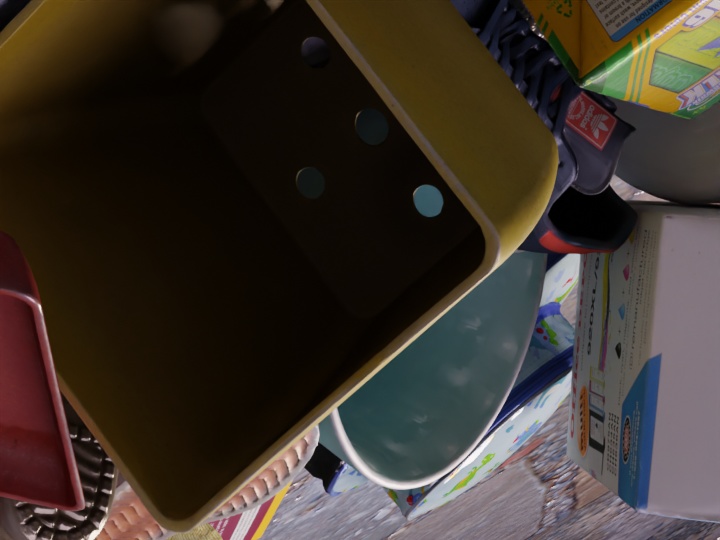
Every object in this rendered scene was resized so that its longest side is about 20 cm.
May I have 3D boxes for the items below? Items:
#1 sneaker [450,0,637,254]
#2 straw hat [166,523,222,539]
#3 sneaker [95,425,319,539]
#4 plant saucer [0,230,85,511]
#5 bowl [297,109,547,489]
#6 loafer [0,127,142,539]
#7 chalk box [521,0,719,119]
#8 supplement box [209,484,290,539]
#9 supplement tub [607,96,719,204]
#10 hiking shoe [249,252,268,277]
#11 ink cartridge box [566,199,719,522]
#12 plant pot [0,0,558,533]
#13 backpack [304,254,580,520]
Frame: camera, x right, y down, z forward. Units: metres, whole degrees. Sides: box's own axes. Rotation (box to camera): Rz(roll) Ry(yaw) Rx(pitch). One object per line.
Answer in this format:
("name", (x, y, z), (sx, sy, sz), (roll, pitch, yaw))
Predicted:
("sneaker", (0.082, -0.082, 1.256), (0.075, 0.084, 0.200), (-58, 143, -26))
("straw hat", (-0.123, 0.163, 1.434), (0.199, 0.086, 0.201), (12, 178, 0))
("sneaker", (-0.102, 0.085, 1.297), (0.199, 0.080, 0.071), (-29, 140, 32))
("plant saucer", (-0.205, 0.021, 1.036), (0.198, 0.037, 0.200), (12, 152, 6))
("bowl", (0.000, 0.000, 1.335), (0.200, 0.104, 0.202), (-24, 120, -51))
("loafer", (-0.137, 0.030, 1.178), (0.075, 0.201, 0.068), (30, 149, -34))
("chalk box", (0.150, -0.154, 1.219), (0.124, 0.124, 0.200), (-38, 162, 20))
("supplement box", (-0.152, 0.149, 1.599), (0.199, 0.086, 0.110), (-25, 163, -23))
("supplement tub", (0.212, -0.108, 1.424), (0.145, 0.146, 0.200), (-40, 162, 26))
("hiking shoe", (-0.130, 0.033, 1.257), (0.074, 0.087, 0.200), (35, 110, -31))
("ink cartridge box", (0.194, 0.043, 1.363), (0.143, 0.149, 0.200), (4, -177, -6))
("plant pot", (-0.031, -0.045, 1.113), (0.200, 0.200, 0.176), (-41, 172, 28))
("backpack", (0.050, 0.036, 1.514), (0.200, 0.147, 0.183), (-49, 171, 9))
